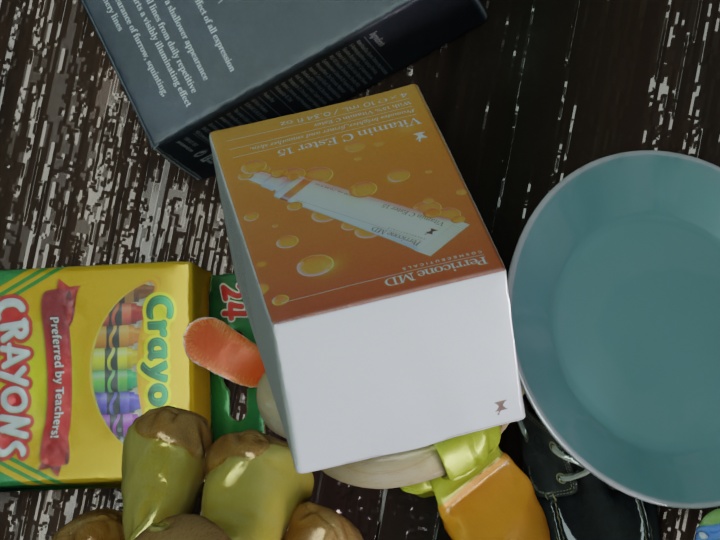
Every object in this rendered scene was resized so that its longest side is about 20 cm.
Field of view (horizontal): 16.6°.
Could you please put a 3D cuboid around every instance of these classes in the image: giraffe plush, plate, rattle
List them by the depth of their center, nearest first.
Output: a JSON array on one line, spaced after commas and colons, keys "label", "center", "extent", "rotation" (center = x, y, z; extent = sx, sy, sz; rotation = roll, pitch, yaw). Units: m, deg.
[{"label": "giraffe plush", "center": [-0.101, 0.174, 1.262], "extent": [0.171, 0.162, 0.201], "rotation": [17, 87, 12]}, {"label": "plate", "center": [0.167, 0.033, 1.347], "extent": [0.199, 0.026, 0.202], "rotation": [6, 72, -18]}, {"label": "rattle", "center": [0.008, 0.093, 1.383], "extent": [0.199, 0.143, 0.131], "rotation": [3, 57, 31]}]

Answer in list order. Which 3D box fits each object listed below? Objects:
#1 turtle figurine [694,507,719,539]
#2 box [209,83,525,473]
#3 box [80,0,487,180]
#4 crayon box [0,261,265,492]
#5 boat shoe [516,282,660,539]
[{"label": "turtle figurine", "center": [0.208, 0.231, 1.270], "extent": [0.143, 0.200, 0.195], "rotation": [-20, 100, -12]}, {"label": "box", "center": [0.000, 0.000, 1.314], "extent": [0.123, 0.200, 0.098], "rotation": [-13, 124, -6]}, {"label": "box", "center": [-0.052, -0.170, 1.411], "extent": [0.199, 0.107, 0.149], "rotation": [-28, 78, 7]}, {"label": "crayon box", "center": [-0.156, 0.062, 1.430], "extent": [0.198, 0.051, 0.128], "rotation": [-4, 81, 10]}, {"label": "boat shoe", "center": [0.119, 0.099, 1.363], "extent": [0.071, 0.068, 0.202], "rotation": [-14, 82, 7]}]
